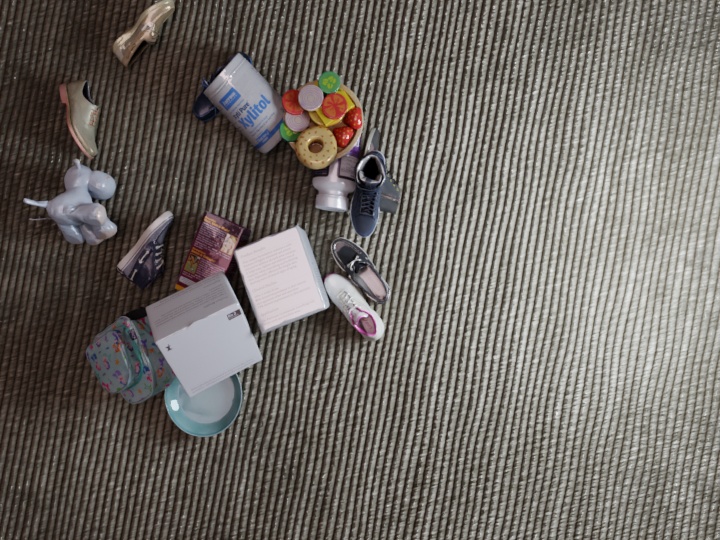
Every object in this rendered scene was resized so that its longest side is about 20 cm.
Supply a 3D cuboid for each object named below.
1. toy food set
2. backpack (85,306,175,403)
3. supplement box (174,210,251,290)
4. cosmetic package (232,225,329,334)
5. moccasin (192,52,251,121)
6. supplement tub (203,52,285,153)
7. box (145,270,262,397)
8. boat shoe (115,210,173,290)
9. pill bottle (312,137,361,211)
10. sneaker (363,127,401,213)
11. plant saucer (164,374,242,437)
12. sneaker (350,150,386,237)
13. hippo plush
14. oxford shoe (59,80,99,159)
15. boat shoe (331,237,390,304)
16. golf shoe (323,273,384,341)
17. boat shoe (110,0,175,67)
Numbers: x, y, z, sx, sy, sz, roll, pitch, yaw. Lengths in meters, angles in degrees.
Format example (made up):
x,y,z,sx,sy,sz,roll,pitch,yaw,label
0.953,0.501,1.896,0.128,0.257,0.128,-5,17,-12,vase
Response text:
x,y,z,sx,sy,sz,roll,pitch,yaw,label
-0.091,-0.348,1.399,0.198,0.049,0.200,-35,82,-2,toy food set
-0.545,0.215,1.458,0.175,0.150,0.203,-28,94,32,backpack
-0.360,-0.028,1.493,0.108,0.086,0.205,23,90,3,supplement box
-0.181,0.021,1.445,0.163,0.166,0.205,-19,89,1,cosmetic package
-0.354,-0.467,1.512,0.080,0.068,0.202,36,90,3,moccasin
-0.259,-0.395,1.446,0.200,0.132,0.132,43,90,-21,supplement tub
-0.357,0.147,1.401,0.195,0.203,0.131,-25,43,-12,box
-0.511,-0.046,1.512,0.092,0.075,0.201,42,98,-4,boat shoe
-0.060,-0.251,1.474,0.108,0.111,0.206,6,89,2,pill bottle
0.054,-0.243,1.495,0.103,0.075,0.206,7,98,-2,sneaker
-0.387,0.307,1.511,0.194,0.036,0.207,0,88,2,plant saucer
0.015,-0.172,1.397,0.075,0.146,0.209,8,101,0,sneaker
-0.690,-0.170,1.502,0.194,0.160,0.165,11,58,-12,hippo plush
-0.691,-0.383,1.522,0.072,0.071,0.205,-19,88,-1,oxford shoe
0.000,0.000,1.491,0.073,0.060,0.202,-38,88,2,boat shoe
-0.015,0.086,1.476,0.075,0.092,0.200,-43,86,2,golf shoe
-0.534,-0.596,1.524,0.199,0.072,0.065,-41,96,3,boat shoe
